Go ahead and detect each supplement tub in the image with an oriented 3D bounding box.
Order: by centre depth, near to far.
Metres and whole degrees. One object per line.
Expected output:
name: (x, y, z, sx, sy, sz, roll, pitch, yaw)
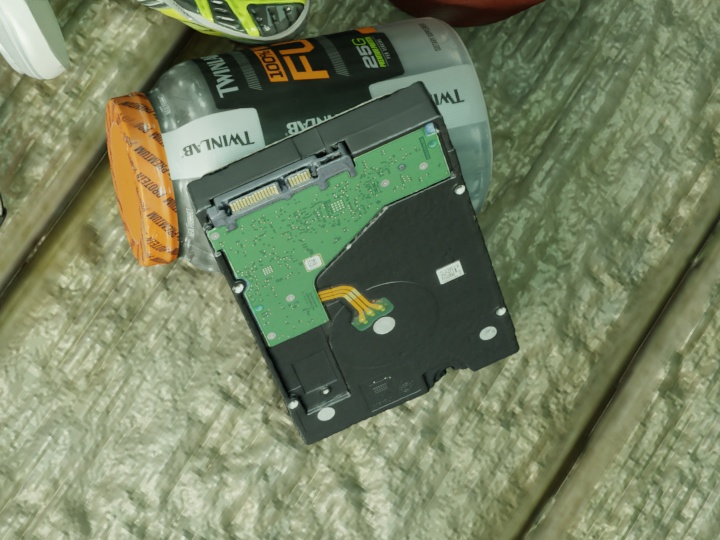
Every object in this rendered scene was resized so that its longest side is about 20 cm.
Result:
supplement tub: (-0.036, -0.068, 1.198, 0.200, 0.123, 0.123, -12, 86, -15)

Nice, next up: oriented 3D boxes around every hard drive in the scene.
hard drive: (0.000, 0.000, 1.164, 0.140, 0.200, 0.038, -25, 47, -1)

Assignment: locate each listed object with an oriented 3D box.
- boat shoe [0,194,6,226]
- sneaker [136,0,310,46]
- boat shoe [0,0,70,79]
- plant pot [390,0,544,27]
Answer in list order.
boat shoe: (-0.274, -0.093, 1.187, 0.200, 0.072, 0.068, 53, 39, 4)
sneaker: (-0.120, -0.180, 1.223, 0.200, 0.076, 0.075, 32, 83, 11)
boat shoe: (-0.240, -0.185, 1.198, 0.068, 0.072, 0.200, -33, 98, 7)
plant pot: (0.079, -0.231, 1.207, 0.200, 0.195, 0.201, 2, 82, -13)
